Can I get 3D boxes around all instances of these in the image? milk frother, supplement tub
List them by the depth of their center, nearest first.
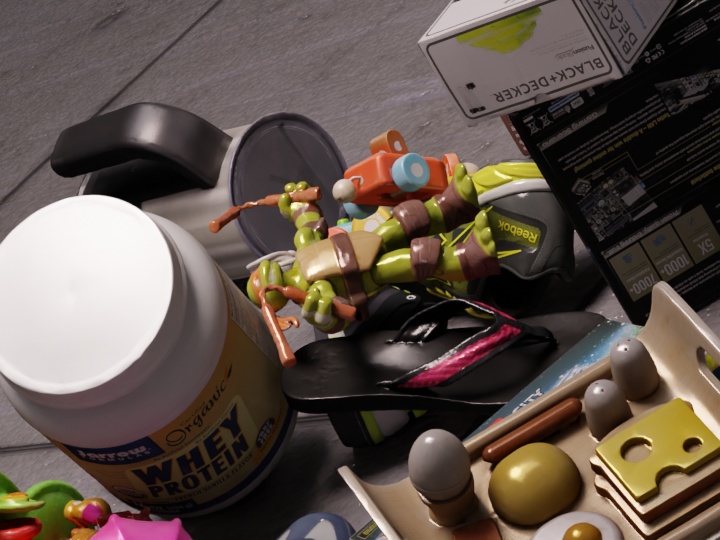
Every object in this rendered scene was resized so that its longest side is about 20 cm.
[{"bbox_3d":[-0.131,0.051,1.735,0.143,0.200,0.145,-8,65,17],"label":"supplement tub"},{"bbox_3d":[-0.134,-0.009,2.122,0.188,0.180,0.201,-10,72,48],"label":"milk frother"}]

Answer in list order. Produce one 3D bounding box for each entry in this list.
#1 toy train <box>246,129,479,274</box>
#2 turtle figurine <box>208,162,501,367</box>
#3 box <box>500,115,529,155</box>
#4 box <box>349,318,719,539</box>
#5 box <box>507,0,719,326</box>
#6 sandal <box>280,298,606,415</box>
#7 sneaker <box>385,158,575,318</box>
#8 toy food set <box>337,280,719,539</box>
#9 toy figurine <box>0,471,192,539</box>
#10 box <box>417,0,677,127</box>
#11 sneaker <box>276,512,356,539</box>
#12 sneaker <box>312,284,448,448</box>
[{"bbox_3d":[0.012,-0.048,1.922,0.149,0.056,0.200,1,-18,-32],"label":"toy train"},{"bbox_3d":[0.000,0.000,1.743,0.160,0.065,0.200,-17,27,-1],"label":"turtle figurine"},{"bbox_3d":[0.187,-0.168,2.057,0.200,0.075,0.100,-42,22,-30],"label":"box"},{"bbox_3d":[0.105,0.106,1.568,0.200,0.038,0.136,-39,20,-18],"label":"box"},{"bbox_3d":[0.202,-0.087,1.698,0.199,0.164,0.086,-32,19,5],"label":"box"},{"bbox_3d":[0.047,0.047,1.713,0.199,0.045,0.075,-5,36,12],"label":"sandal"},{"bbox_3d":[0.068,-0.004,1.840,0.074,0.085,0.200,3,-21,-27],"label":"sneaker"},{"bbox_3d":[0.104,0.096,1.469,0.199,0.061,0.144,-30,43,-9],"label":"toy food set"},{"bbox_3d":[-0.153,0.183,1.710,0.183,0.151,0.200,0,10,35],"label":"toy figurine"},{"bbox_3d":[0.129,-0.171,1.674,0.116,0.060,0.200,-16,26,40],"label":"box"},{"bbox_3d":[-0.056,0.177,1.581,0.070,0.082,0.200,-22,22,29],"label":"sneaker"},{"bbox_3d":[0.018,0.042,1.829,0.082,0.072,0.200,-22,32,8],"label":"sneaker"}]
